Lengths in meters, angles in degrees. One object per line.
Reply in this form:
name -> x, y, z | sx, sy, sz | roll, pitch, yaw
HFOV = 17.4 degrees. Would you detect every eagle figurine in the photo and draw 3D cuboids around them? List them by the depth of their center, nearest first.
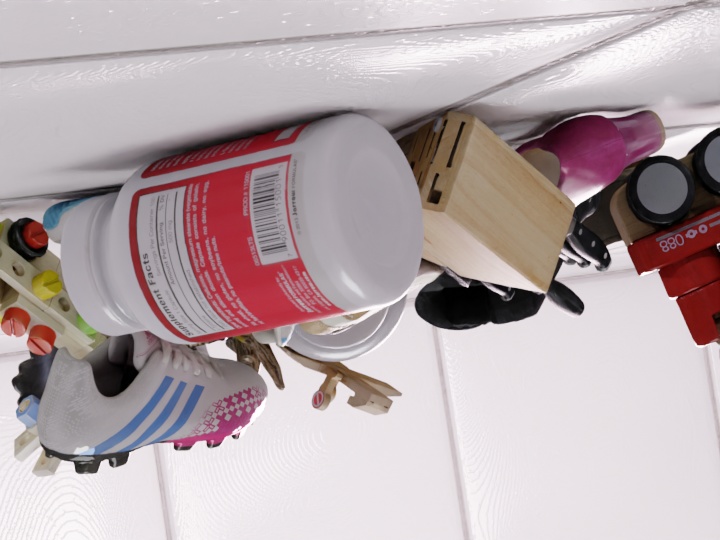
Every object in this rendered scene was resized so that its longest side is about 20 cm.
eagle figurine -> -0.173, 0.037, 1.738 | 0.199, 0.152, 0.152 | -9, -165, -16

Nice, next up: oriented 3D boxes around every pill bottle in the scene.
pill bottle -> -0.072, -0.019, 1.374 | 0.199, 0.113, 0.112 | -11, 176, 31
pill bottle -> -0.021, 0.007, 1.755 | 0.109, 0.110, 0.200 | -9, -174, -1

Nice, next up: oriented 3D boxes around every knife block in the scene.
knife block -> 0.097, -0.028, 1.487 | 0.175, 0.064, 0.200 | 20, 169, -12

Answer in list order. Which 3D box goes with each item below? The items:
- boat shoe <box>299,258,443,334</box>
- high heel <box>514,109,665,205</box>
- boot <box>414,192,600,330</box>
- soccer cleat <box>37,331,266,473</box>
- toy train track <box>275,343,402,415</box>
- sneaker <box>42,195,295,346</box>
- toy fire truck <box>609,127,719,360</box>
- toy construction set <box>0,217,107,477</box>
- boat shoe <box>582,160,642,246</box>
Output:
boat shoe -> 0.000, 0.000, 1.578 | 0.076, 0.072, 0.200 | -44, 173, 19
high heel -> 0.113, -0.054, 1.586 | 0.096, 0.068, 0.200 | -19, 178, -38
boot -> 0.085, -0.007, 1.760 | 0.164, 0.066, 0.200 | -23, -162, 29
soccer cleat -> -0.129, 0.074, 1.560 | 0.070, 0.087, 0.200 | 21, -158, 34
toy train track -> -0.044, 0.073, 1.792 | 0.114, 0.033, 0.200 | 22, -173, -39
sneaker -> -0.120, -0.003, 1.574 | 0.199, 0.081, 0.076 | 14, 172, -29
toy fire truck -> 0.284, -0.004, 1.598 | 0.175, 0.201, 0.129 | -23, 177, 0
toy construction set -> -0.229, 0.040, 1.558 | 0.092, 0.132, 0.200 | -15, 131, 26
boat shoe -> 0.200, -0.053, 1.869 | 0.068, 0.072, 0.200 | -22, -169, -26
